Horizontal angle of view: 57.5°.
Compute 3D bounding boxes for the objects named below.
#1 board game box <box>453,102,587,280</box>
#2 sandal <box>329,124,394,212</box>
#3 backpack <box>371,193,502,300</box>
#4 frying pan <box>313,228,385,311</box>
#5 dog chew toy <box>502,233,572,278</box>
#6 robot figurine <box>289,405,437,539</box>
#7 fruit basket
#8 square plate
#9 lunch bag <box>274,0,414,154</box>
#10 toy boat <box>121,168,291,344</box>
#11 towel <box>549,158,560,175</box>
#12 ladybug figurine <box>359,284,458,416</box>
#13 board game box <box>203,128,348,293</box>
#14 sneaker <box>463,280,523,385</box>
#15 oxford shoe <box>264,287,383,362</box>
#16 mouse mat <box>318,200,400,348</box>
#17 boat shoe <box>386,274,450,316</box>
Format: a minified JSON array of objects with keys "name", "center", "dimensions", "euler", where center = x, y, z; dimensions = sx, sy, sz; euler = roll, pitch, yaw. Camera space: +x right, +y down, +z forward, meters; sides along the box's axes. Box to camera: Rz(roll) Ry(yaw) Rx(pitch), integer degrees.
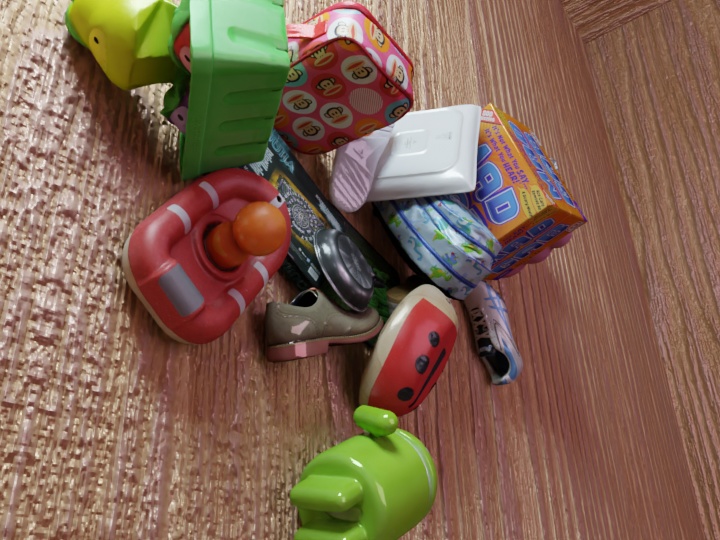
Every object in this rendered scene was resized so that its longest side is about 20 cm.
[{"name":"board game box","center":[0.230,-0.124,1.133],"dimensions":[0.199,0.199,0.202],"euler":[6,53,-54]},{"name":"sandal","center":[-0.012,-0.169,0.927],"dimensions":[0.079,0.059,0.209],"euler":[30,62,-23]},{"name":"backpack","center":[0.113,-0.050,0.961],"dimensions":[0.163,0.153,0.202],"euler":[39,28,-40]},{"name":"frying pan","center":[0.002,0.013,0.833],"dimensions":[0.190,0.031,0.116],"euler":[40,28,-45]},{"name":"dog chew toy","center":[0.315,-0.062,1.267],"dimensions":[0.124,0.198,0.126],"euler":[33,47,-44]},{"name":"robot figurine","center":[0.010,0.240,0.717],"dimensions":[0.199,0.114,0.178],"euler":[-2,84,-58]},{"name":"fruit basket","center":[-0.182,-0.199,0.634],"dimensions":[0.215,0.214,0.158],"euler":[21,55,-50]},{"name":"square plate","center":[0.077,-0.182,0.976],"dimensions":[0.029,0.195,0.202],"euler":[67,26,-44]},{"name":"lunch bag","center":[-0.049,-0.235,0.811],"dimensions":[0.176,0.198,0.083],"euler":[33,52,-44]},{"name":"toy boat","center":[-0.125,-0.028,0.644],"dimensions":[0.131,0.130,0.201],"euler":[58,34,-19]},{"name":"towel","center":[0.321,-0.169,1.371],"dimensions":[0.199,0.164,0.087],"euler":[-24,99,-58]},{"name":"ladybug figurine","center":[0.068,0.112,0.858],"dimensions":[0.201,0.071,0.136],"euler":[-57,149,-21]},{"name":"board game box","center":[-0.098,-0.086,0.808],"dimensions":[0.201,0.028,0.136],"euler":[53,35,-22]},{"name":"sneaker","center":[0.230,0.108,1.171],"dimensions":[0.072,0.071,0.202],"euler":[-21,88,-49]},{"name":"oxford shoe","center":[-0.037,0.055,0.783],"dimensions":[0.199,0.070,0.076],"euler":[-9,88,-58]},{"name":"mouse mat","center":[-0.005,0.014,0.921],"dimensions":[0.200,0.007,0.162],"euler":[45,40,-36]},{"name":"boat shoe","center":[0.094,0.051,1.002],"dimensions":[0.199,0.070,0.070],"euler":[-17,114,-57]}]
